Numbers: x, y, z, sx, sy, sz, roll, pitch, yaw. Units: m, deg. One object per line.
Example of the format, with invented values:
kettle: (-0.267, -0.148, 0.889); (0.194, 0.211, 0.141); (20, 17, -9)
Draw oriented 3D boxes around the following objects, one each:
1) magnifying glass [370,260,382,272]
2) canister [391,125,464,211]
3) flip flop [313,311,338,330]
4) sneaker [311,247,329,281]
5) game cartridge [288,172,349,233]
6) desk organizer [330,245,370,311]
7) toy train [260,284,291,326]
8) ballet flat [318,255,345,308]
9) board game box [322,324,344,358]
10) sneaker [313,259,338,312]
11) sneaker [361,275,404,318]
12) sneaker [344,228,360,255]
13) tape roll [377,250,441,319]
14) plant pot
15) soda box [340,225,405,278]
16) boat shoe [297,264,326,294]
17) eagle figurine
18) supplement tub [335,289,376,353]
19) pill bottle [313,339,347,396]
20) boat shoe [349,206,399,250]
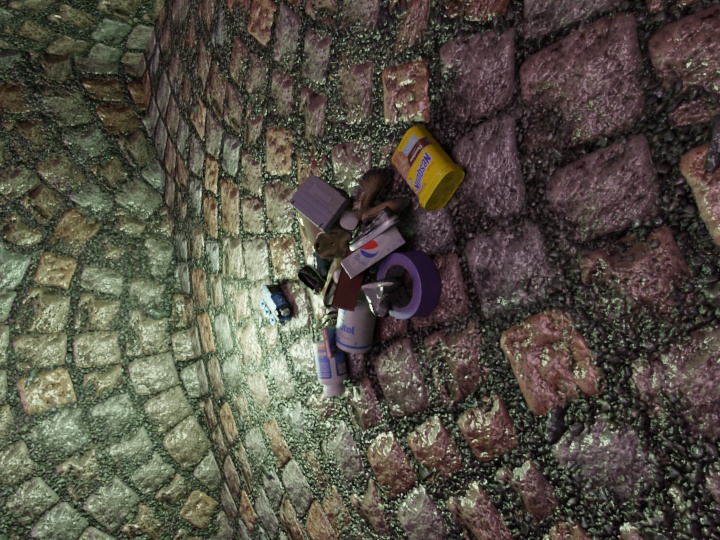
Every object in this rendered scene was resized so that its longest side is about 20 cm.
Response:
magnifying glass: (0.000, 0.000, 1.726); (0.200, 0.079, 0.022); (-47, 15, 36)
canister: (0.183, -0.288, 1.435); (0.200, 0.086, 0.149); (59, 137, 30)
flip flop: (-0.111, 0.187, 1.928); (0.058, 0.081, 0.200); (51, 137, 0)
sneaker: (-0.136, -0.027, 1.935); (0.087, 0.074, 0.201); (32, 130, 27)
game cartridge: (-0.132, -0.219, 1.632); (0.130, 0.038, 0.200); (-50, 53, 0)
desk organizer: (-0.024, 0.031, 1.628); (0.077, 0.072, 0.201); (14, 83, 14)
toy train: (-0.374, 0.155, 2.258); (0.200, 0.086, 0.115); (50, 127, 36)
ballet flat: (-0.085, 0.045, 1.752); (0.071, 0.070, 0.201); (44, 117, 39)
board game box: (-0.085, 0.245, 1.815); (0.019, 0.200, 0.104); (-12, 86, 17)
sneaker: (-0.107, 0.054, 1.838); (0.139, 0.078, 0.201); (-13, 84, 15)
sneaker: (0.079, 0.083, 1.524); (0.200, 0.075, 0.116); (-13, 91, 63)
sneaker: (-0.027, -0.089, 1.761); (0.116, 0.075, 0.201); (46, 131, 42)
tape roll: (0.144, 0.043, 1.549); (0.200, 0.085, 0.201); (15, 109, 51)
plant pot: (-0.107, -0.146, 1.709); (0.184, 0.199, 0.201); (-105, 33, -41)
soda box: (0.039, -0.056, 1.550); (0.199, 0.068, 0.064); (-33, 88, 7)
boat shoe: (-0.152, 0.063, 1.912); (0.201, 0.063, 0.074); (42, 132, 6)
eagle figurine: (0.039, -0.204, 1.602); (0.200, 0.151, 0.151); (-46, 27, 43)
supplement tub: (-0.013, 0.166, 1.740); (0.132, 0.131, 0.201); (30, 120, 46)
pill bottle: (-0.110, 0.362, 1.921); (0.112, 0.112, 0.201); (-9, 89, 53)
boat shoe: (0.033, -0.125, 1.536); (0.200, 0.069, 0.057); (-33, 92, 38)
